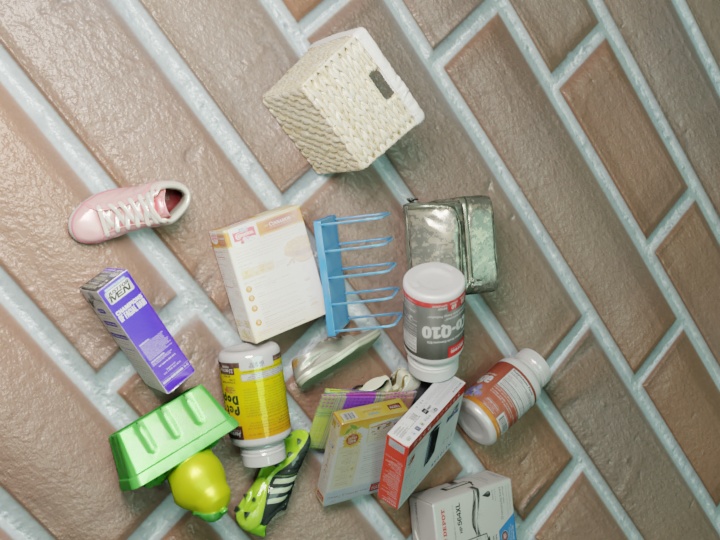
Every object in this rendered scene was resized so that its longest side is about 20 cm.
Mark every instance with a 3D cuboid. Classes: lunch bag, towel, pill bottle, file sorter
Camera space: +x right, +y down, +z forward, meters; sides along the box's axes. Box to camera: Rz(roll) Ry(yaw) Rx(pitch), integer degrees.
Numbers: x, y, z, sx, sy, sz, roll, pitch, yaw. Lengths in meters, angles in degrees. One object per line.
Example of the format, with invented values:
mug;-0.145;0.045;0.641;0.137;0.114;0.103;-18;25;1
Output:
lunch bag;0.164;-0.041;1.814;0.166;0.139;0.203;-4;93;-14
towel;0.001;0.274;1.734;0.198;0.023;0.145;3;123;-26
pill bottle;-0.179;0.229;1.624;0.108;0.109;0.203;-11;97;-30
pill bottle;0.290;0.249;1.907;0.199;0.112;0.113;-37;109;-25
pill bottle;0.134;0.097;1.724;0.113;0.114;0.202;-24;130;-28
file sorter;0.000;0.000;1.683;0.121;0.139;0.203;-7;96;10

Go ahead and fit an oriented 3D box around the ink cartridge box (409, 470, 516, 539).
ink cartridge box;0.205;0.499;1.879;0.198;0.084;0.148;-10;97;-31

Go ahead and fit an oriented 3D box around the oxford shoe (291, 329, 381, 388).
oxford shoe;-0.044;0.146;1.732;0.199;0.075;0.058;-26;68;-30

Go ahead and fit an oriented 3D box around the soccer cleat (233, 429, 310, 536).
soccer cleat;-0.146;0.375;1.682;0.201;0.067;0.081;-55;132;-15

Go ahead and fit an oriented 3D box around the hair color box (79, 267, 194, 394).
hair color box;-0.356;0.094;1.512;0.065;0.109;0.201;-40;111;-23

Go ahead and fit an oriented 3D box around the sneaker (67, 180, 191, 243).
sneaker;-0.361;-0.098;1.507;0.199;0.104;0.076;-22;104;-28

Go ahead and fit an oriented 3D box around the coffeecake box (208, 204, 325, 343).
coffeecake box;-0.158;0.003;1.650;0.152;0.073;0.202;-21;102;-29

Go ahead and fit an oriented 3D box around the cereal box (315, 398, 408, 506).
cereal box;0.001;0.332;1.725;0.142;0.040;0.202;-7;126;-31

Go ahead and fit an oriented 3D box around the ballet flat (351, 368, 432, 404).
ballet flat;0.060;0.224;1.786;0.198;0.073;0.074;-12;98;-28

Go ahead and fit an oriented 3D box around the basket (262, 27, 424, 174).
basket;-0.033;-0.286;1.645;0.161;0.199;0.199;-46;113;-19

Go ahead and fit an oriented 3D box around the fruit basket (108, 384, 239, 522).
fruit basket;-0.284;0.312;1.534;0.213;0.155;0.218;6;76;-23

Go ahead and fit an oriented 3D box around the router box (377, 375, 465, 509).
router box;0.113;0.313;1.756;0.200;0.049;0.181;-41;149;-41
